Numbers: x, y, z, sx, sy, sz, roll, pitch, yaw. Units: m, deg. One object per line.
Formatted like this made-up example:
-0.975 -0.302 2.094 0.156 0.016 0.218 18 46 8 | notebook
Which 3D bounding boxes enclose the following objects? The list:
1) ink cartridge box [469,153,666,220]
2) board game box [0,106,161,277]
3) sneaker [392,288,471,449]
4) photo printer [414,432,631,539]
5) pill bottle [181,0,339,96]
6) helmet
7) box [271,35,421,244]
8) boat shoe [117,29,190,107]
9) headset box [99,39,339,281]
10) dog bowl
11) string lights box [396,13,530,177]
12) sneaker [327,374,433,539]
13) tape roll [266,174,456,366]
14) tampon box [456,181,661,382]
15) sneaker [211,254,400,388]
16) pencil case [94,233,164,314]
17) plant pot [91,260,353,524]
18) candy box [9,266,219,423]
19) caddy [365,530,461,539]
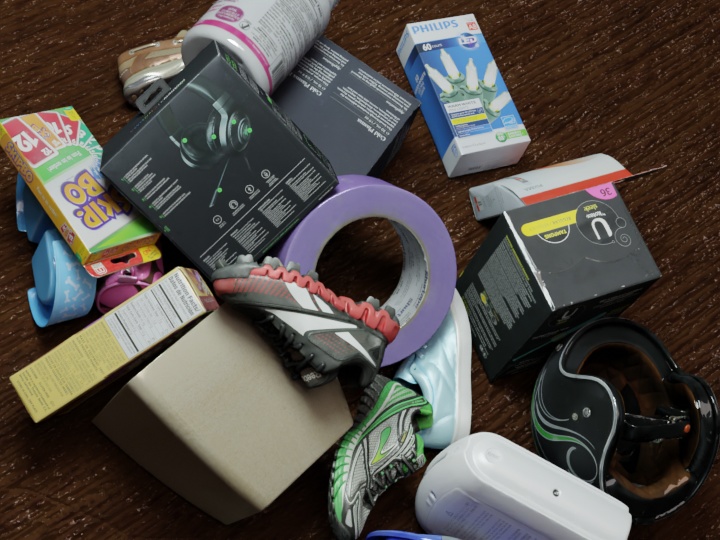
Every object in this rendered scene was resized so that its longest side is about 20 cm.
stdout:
0.243 -0.110 1.436 0.161 0.200 0.051 -16 88 -22 | ink cartridge box
-0.290 -0.084 1.245 0.095 0.030 0.201 -21 70 -46 | board game box
0.078 0.102 1.351 0.081 0.074 0.202 7 62 -18 | sneaker
0.158 0.253 1.245 0.198 0.167 0.070 28 52 0 | photo printer
-0.104 -0.284 1.353 0.113 0.114 0.201 33 59 3 | pill bottle
0.279 0.161 1.312 0.198 0.202 0.191 -6 22 -19 | helmet
-0.063 -0.170 1.432 0.199 0.104 0.183 35 58 4 | box
-0.202 -0.262 1.457 0.198 0.076 0.072 -19 68 -25 | boat shoe
-0.153 -0.114 1.253 0.174 0.093 0.200 -43 111 7 | headset box
-0.328 -0.037 1.289 0.049 0.112 0.202 -2 63 -31 | dog bowl
0.130 -0.227 1.542 0.102 0.059 0.202 -13 68 -20 | string lights box
0.021 0.193 1.234 0.084 0.079 0.201 16 48 13 | sneaker
0.000 0.000 1.315 0.197 0.085 0.203 -4 102 -17 | tape roll
0.215 0.014 1.363 0.148 0.200 0.127 -16 69 -23 | tampon box
-0.055 0.054 1.127 0.199 0.071 0.099 24 68 -26 | sneaker
-0.252 -0.053 1.322 0.090 0.094 0.202 -8 63 0 | pencil case
-0.125 0.140 1.213 0.199 0.200 0.178 -40 90 -29 | plant pot
-0.242 0.072 1.203 0.199 0.117 0.057 -32 88 -1 | candy box
0.092 0.323 1.205 0.198 0.142 0.106 23 63 -5 | caddy
